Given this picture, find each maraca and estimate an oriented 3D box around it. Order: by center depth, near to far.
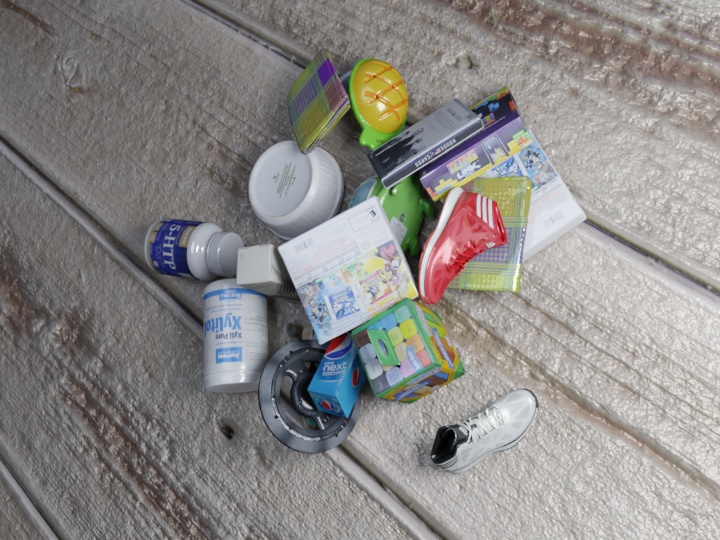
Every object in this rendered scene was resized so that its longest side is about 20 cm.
[{"bbox_3d":[0.037,-0.311,1.440,0.106,0.134,0.206,-23,71,57],"label":"maraca"}]

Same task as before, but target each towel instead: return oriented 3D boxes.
[{"bbox_3d":[0.216,-0.066,1.272,0.140,0.023,0.206,3,80,29],"label":"towel"},{"bbox_3d":[-0.087,-0.331,1.463,0.144,0.022,0.202,-46,41,25],"label":"towel"}]

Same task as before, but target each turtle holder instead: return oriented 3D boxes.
[{"bbox_3d":[0.045,-0.123,1.375,0.130,0.139,0.191,16,107,44],"label":"turtle holder"}]

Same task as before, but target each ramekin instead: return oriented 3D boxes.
[{"bbox_3d":[-0.138,-0.168,1.511,0.198,0.094,0.208,-8,74,26],"label":"ramekin"}]

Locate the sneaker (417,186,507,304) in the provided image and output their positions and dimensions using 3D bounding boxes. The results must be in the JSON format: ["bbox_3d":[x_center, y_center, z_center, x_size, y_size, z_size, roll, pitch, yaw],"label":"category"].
[{"bbox_3d":[0.172,-0.032,1.232,0.113,0.078,0.205,16,88,32],"label":"sneaker"}]

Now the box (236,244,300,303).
[{"bbox_3d":[-0.149,0.010,1.411,0.080,0.199,0.070,-6,76,25],"label":"box"}]

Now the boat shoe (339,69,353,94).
[{"bbox_3d":[-0.063,-0.346,1.532,0.199,0.073,0.069,-44,44,25],"label":"boat shoe"}]

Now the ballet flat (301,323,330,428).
[{"bbox_3d":[-0.093,0.197,1.422,0.066,0.067,0.205,-8,67,45],"label":"ballet flat"}]

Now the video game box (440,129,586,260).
[{"bbox_3d":[0.261,-0.111,1.304,0.198,0.047,0.185,-34,66,17],"label":"video game box"}]

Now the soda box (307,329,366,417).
[{"bbox_3d":[-0.019,0.154,1.334,0.063,0.069,0.203,6,52,28],"label":"soda box"}]

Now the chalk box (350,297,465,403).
[{"bbox_3d":[0.074,0.136,1.261,0.122,0.199,0.127,-31,66,16],"label":"chalk box"}]

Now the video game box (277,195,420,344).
[{"bbox_3d":[-0.019,0.000,1.286,0.196,0.047,0.186,-25,85,12],"label":"video game box"}]

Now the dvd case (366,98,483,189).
[{"bbox_3d":[0.110,-0.229,1.329,0.197,0.025,0.151,-31,27,5],"label":"dvd case"}]

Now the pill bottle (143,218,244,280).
[{"bbox_3d":[-0.347,-0.043,1.577,0.195,0.119,0.123,6,80,29],"label":"pill bottle"}]

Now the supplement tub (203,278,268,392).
[{"bbox_3d":[-0.245,0.129,1.473,0.129,0.131,0.206,-12,71,24],"label":"supplement tub"}]

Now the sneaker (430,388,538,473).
[{"bbox_3d":[0.198,0.262,1.212,0.200,0.115,0.076,-41,62,13],"label":"sneaker"}]

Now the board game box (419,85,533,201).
[{"bbox_3d":[0.195,-0.227,1.321,0.197,0.057,0.167,-31,25,18],"label":"board game box"}]

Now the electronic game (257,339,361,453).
[{"bbox_3d":[-0.090,0.225,1.351,0.042,0.195,0.205,140,127,-61],"label":"electronic game"}]
